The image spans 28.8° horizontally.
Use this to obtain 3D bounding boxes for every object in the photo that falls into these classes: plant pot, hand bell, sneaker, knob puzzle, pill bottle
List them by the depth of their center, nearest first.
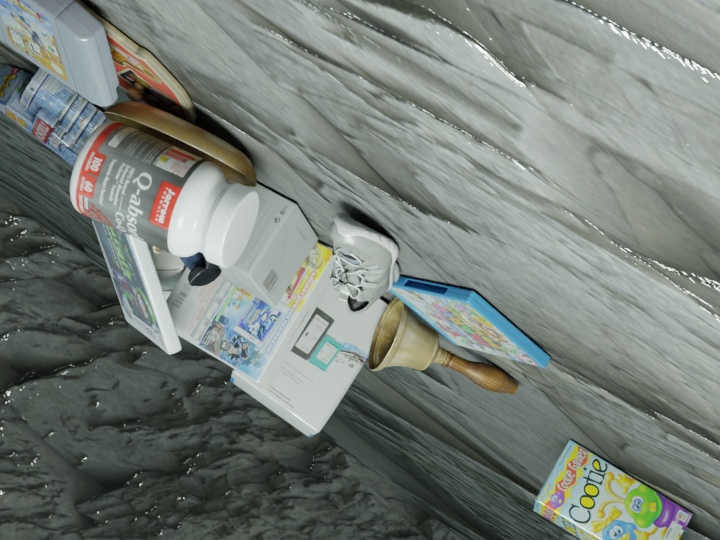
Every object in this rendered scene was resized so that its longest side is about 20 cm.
[{"bbox_3d":[-0.273,-0.226,1.604,0.218,0.031,0.220,32,168,8],"label":"knob puzzle"},{"bbox_3d":[-0.224,-0.085,1.615,0.198,0.117,0.116,23,166,13],"label":"pill bottle"},{"bbox_3d":[0.000,0.000,1.644,0.074,0.082,0.200,28,167,22],"label":"sneaker"},{"bbox_3d":[-0.208,-0.153,1.655,0.198,0.028,0.200,25,176,2],"label":"plant pot"},{"bbox_3d":[0.120,0.118,1.850,0.198,0.105,0.104,23,170,-13],"label":"hand bell"}]

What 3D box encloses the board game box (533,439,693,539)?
[{"bbox_3d":[0.359,0.346,2.007,0.199,0.104,0.105,30,168,14],"label":"board game box"}]

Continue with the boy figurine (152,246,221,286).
[{"bbox_3d":[-0.224,-0.083,1.710,0.201,0.124,0.064,55,-157,14],"label":"boy figurine"}]

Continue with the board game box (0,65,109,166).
[{"bbox_3d":[-0.434,-0.218,1.980,0.199,0.062,0.200,35,168,-11],"label":"board game box"}]

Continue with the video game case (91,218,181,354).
[{"bbox_3d":[-0.299,-0.005,1.817,0.181,0.023,0.202,24,133,60],"label":"video game case"}]

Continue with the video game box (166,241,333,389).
[{"bbox_3d":[-0.147,0.026,1.855,0.181,0.201,0.047,28,172,26],"label":"video game box"}]

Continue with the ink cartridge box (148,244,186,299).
[{"bbox_3d":[-0.265,-0.040,1.992,0.082,0.149,0.200,2,163,5],"label":"ink cartridge box"}]

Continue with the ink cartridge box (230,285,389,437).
[{"bbox_3d":[-0.067,0.105,1.948,0.145,0.201,0.147,34,168,0],"label":"ink cartridge box"}]

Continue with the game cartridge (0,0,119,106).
[{"bbox_3d":[-0.353,-0.273,1.536,0.199,0.042,0.134,34,159,21],"label":"game cartridge"}]

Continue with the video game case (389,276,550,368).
[{"bbox_3d":[0.126,0.060,1.706,0.143,0.018,0.199,39,167,-27],"label":"video game case"}]

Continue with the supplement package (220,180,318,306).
[{"bbox_3d":[-0.173,-0.060,1.796,0.199,0.110,0.114,28,167,24],"label":"supplement package"}]
